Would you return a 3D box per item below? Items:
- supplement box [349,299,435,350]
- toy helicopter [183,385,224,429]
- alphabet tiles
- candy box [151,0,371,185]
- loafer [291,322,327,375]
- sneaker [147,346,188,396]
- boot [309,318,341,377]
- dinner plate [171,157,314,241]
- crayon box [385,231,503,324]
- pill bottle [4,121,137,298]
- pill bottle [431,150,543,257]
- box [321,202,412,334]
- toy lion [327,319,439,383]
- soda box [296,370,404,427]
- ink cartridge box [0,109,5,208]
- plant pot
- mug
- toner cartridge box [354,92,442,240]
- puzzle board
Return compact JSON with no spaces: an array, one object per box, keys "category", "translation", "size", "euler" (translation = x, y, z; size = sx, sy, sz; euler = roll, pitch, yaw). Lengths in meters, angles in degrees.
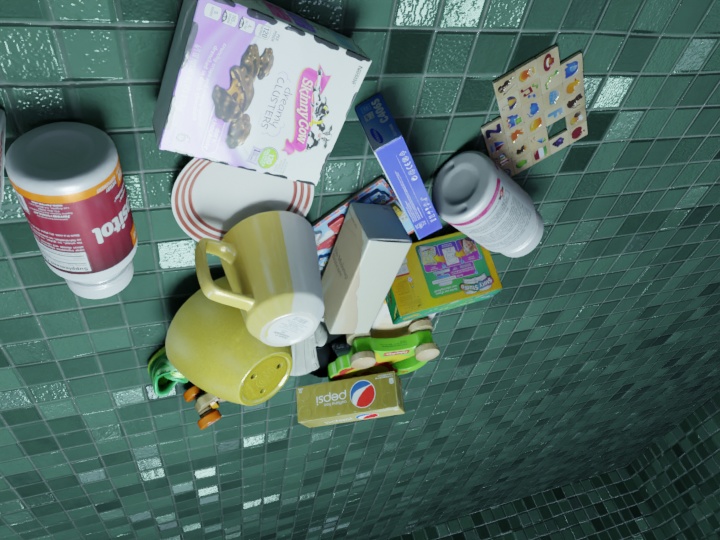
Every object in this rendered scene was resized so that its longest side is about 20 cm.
[{"category":"supplement box","translation":[0.063,0.092,1.069],"size":[0.123,0.074,0.202],"euler":[2,137,-23]},{"category":"toy helicopter","translation":[-0.252,0.222,1.059],"size":[0.131,0.080,0.200],"euler":[-24,166,-40]},{"category":"alphabet tiles","translation":[0.264,-0.235,0.835],"size":[0.165,0.008,0.200],"euler":[-28,142,8]},{"category":"candy box","translation":[-0.111,-0.202,0.615],"size":[0.197,0.072,0.170],"euler":[8,124,-33]},{"category":"loafer","translation":[-0.090,0.102,0.934],"size":[0.068,0.071,0.202],"euler":[-3,135,-16]},{"category":"sneaker","translation":[-0.302,0.148,0.948],"size":[0.073,0.084,0.200],"euler":[16,128,-38]},{"category":"boot","translation":[-0.060,0.120,1.046],"size":[0.161,0.074,0.198],"euler":[-35,136,18]},{"category":"dinner plate","translation":[-0.162,-0.104,0.766],"size":[0.196,0.025,0.202],"euler":[-14,141,-11]},{"category":"crayon box","translation":[0.135,0.008,0.955],"size":[0.196,0.121,0.058],"euler":[-14,164,-14]},{"category":"pill bottle","translation":[-0.333,-0.062,0.657],"size":[0.111,0.114,0.202],"euler":[-8,141,-17]},{"category":"pill bottle","translation":[0.212,-0.098,0.885],"size":[0.113,0.115,0.198],"euler":[-41,139,23]},{"category":"box","translation":[0.000,0.000,0.876],"size":[0.076,0.096,0.202],"euler":[1,131,-27]},{"category":"toy lion","translation":[0.036,0.178,1.057],"size":[0.196,0.070,0.193],"euler":[-5,146,-13]},{"category":"soda box","translation":[-0.020,0.246,1.035],"size":[0.196,0.069,0.064],"euler":[-12,154,13]},{"category":"ink cartridge box","translation":[-0.421,-0.056,0.550],"size":[0.081,0.202,0.147],"euler":[7,134,-29]},{"category":"plant pot","translation":[-0.188,0.130,0.879],"size":[0.198,0.142,0.202],"euler":[-32,143,-27]},{"category":"mug","translation":[-0.136,0.025,0.790],"size":[0.183,0.155,0.151],"euler":[-10,146,-17]},{"category":"toner cartridge box","translation":[0.057,-0.140,0.774],"size":[0.043,0.096,0.201],"euler":[-27,142,8]},{"category":"puzzle board","translation":[-0.011,-0.054,0.907],"size":[0.198,0.018,0.151],"euler":[-32,141,13]}]
